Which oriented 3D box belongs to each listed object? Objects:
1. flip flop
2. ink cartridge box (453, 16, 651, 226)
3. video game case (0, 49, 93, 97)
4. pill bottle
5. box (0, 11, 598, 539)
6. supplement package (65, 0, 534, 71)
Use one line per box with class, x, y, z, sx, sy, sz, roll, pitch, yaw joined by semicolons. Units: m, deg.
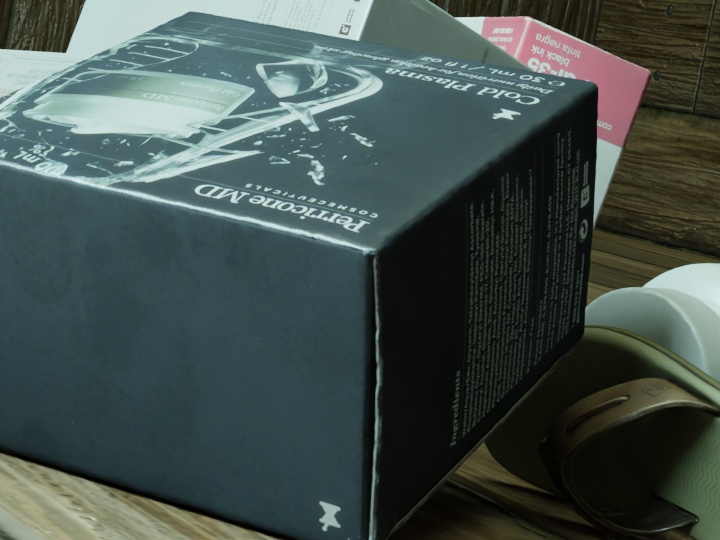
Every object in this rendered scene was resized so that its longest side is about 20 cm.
flip flop;0.116;0.078;0.785;0.057;0.082;0.199;-11;23;-36
ink cartridge box;0.070;-0.034;1.089;0.082;0.202;0.146;21;1;-17
video game case;-0.191;-0.042;0.922;0.198;0.024;0.183;7;46;32
pill bottle;0.183;0.055;0.913;0.110;0.112;0.199;15;6;42
box;-0.036;-0.007;0.752;0.198;0.125;0.196;13;28;25
supplement package;-0.049;-0.050;0.999;0.199;0.193;0.147;16;-6;41
